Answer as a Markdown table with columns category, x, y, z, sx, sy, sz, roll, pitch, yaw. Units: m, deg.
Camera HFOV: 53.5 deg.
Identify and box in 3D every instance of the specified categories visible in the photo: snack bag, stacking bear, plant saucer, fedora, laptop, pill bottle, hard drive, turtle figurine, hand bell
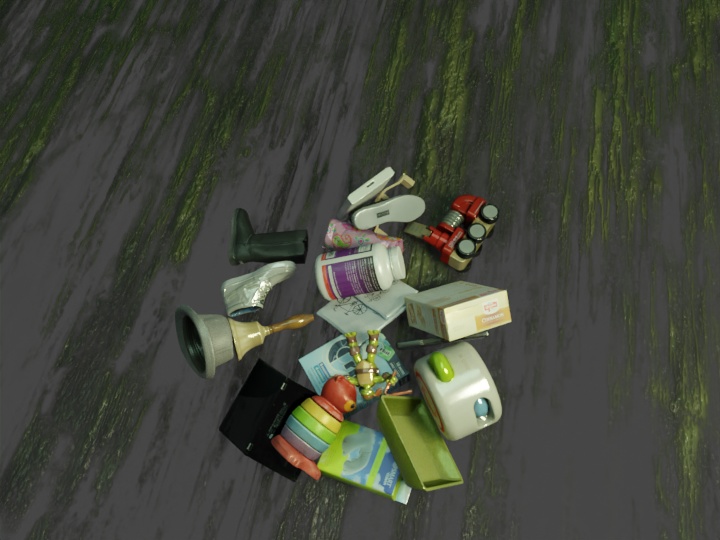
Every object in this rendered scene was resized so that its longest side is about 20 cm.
| category | x | y | z | sx | sy | sz | roll | pitch | yaw |
| --- | --- | --- | --- | --- | --- | --- | --- | --- | --- |
| snack bag | 0.011 | 0.078 | 1.689 | 0.200 | 0.021 | 0.188 | -38 | 43 | -17 |
| stacking bear | -0.083 | 0.310 | 1.489 | 0.200 | 0.121 | 0.114 | -51 | 45 | -9 |
| plant saucer | 0.110 | 0.353 | 1.443 | 0.048 | 0.200 | 0.200 | -35 | 65 | 19 |
| fedora | -0.356 | 0.159 | 1.675 | 0.090 | 0.178 | 0.200 | -16 | 17 | -30 |
| laptop | -0.187 | 0.328 | 1.589 | 0.200 | 0.116 | 0.188 | 30 | 84 | -5 |
| pill bottle | 0.000 | 0.000 | 1.676 | 0.199 | 0.113 | 0.113 | -11 | 57 | 12 |
| hard drive | 0.010 | -0.188 | 1.790 | 0.132 | 0.200 | 0.026 | -37 | 90 | -12 |
| turtle figurine | 0.020 | 0.213 | 1.559 | 0.199 | 0.064 | 0.162 | -8 | 81 | 24 |
| hand bell | -0.208 | 0.139 | 1.708 | 0.199 | 0.104 | 0.104 | -14 | 57 | -14 |

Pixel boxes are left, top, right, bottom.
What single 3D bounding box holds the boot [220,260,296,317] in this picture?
| category | x | y | z | sx | sy | sz | roll | pitch | yaw |
| --- | --- | --- | --- | --- | --- | --- | --- | --- | --- |
| boot | -0.245 | 0.051 | 1.769 | 0.199 | 0.074 | 0.096 | -21 | 63 | 8 |

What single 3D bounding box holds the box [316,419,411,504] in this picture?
| category | x | y | z | sx | sy | sz | roll | pitch | yaw |
| --- | --- | --- | --- | --- | --- | --- | --- | --- | --- |
| box | 0.020 | 0.402 | 1.513 | 0.199 | 0.048 | 0.122 | 14 | 63 | 19 |

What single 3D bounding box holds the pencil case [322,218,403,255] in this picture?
| category | x | y | z | sx | sy | sz | roll | pitch | yaw |
| --- | --- | --- | --- | --- | --- | --- | --- | --- | --- |
| pencil case | 0.005 | -0.065 | 1.779 | 0.199 | 0.088 | 0.088 | 17 | 63 | 19 |

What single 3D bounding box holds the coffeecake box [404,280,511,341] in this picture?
| category | x | y | z | sx | sy | sz | roll | pitch | yaw |
| --- | --- | --- | --- | --- | --- | --- | --- | --- | --- |
| coffeecake box | 0.208 | 0.084 | 1.565 | 0.153 | 0.200 | 0.073 | -15 | 100 | -19 |

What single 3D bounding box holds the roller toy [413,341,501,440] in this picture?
| category | x | y | z | sx | sy | sz | roll | pitch | yaw |
| --- | --- | --- | --- | --- | --- | --- | --- | --- | --- |
| roller toy | 0.207 | 0.248 | 1.493 | 0.139 | 0.200 | 0.183 | -23 | 83 | -6 |

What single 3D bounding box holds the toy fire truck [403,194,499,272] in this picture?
| category | x | y | z | sx | sy | sz | roll | pitch | yaw |
| --- | --- | --- | --- | --- | --- | --- | --- | --- | --- |
| toy fire truck | 0.215 | -0.108 | 1.757 | 0.200 | 0.129 | 0.176 | 31 | 68 | 15 |

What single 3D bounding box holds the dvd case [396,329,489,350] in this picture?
| category | x | y | z | sx | sy | sz | roll | pitch | yaw |
| --- | --- | --- | --- | --- | --- | --- | --- | --- | --- |
| dvd case | 0.181 | 0.153 | 1.581 | 0.199 | 0.143 | 0.018 | -9 | 82 | 5 |

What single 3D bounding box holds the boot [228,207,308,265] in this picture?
| category | x | y | z | sx | sy | sz | roll | pitch | yaw |
| --- | --- | --- | --- | --- | --- | --- | --- | --- | --- |
| boot | -0.232 | -0.092 | 1.847 | 0.199 | 0.066 | 0.166 | -4 | 67 | 12 |

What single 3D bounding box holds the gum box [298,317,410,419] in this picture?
| category | x | y | z | sx | sy | sz | roll | pitch | yaw |
| --- | --- | --- | --- | --- | --- | --- | --- | --- | --- |
| gum box | -0.014 | 0.227 | 1.626 | 0.200 | 0.045 | 0.170 | -30 | 59 | -7 |

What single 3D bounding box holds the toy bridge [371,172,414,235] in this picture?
| category | x | y | z | sx | sy | sz | roll | pitch | yaw |
| --- | --- | --- | --- | --- | --- | --- | --- | --- | --- |
| toy bridge | 0.073 | -0.174 | 1.842 | 0.067 | 0.027 | 0.200 | 35 | 65 | -18 |

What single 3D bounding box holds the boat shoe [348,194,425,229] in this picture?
| category | x | y | z | sx | sy | sz | roll | pitch | yaw |
| --- | --- | --- | --- | --- | --- | --- | --- | --- | --- |
| boat shoe | 0.063 | -0.151 | 1.780 | 0.199 | 0.069 | 0.057 | -14 | 22 | -20 |
